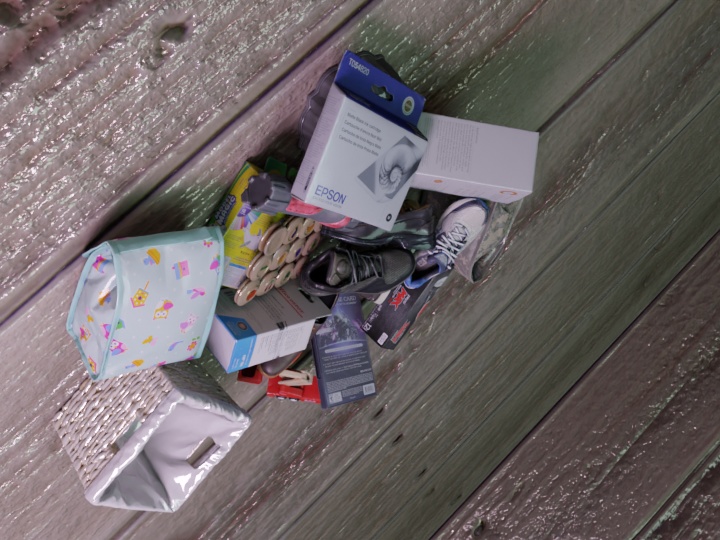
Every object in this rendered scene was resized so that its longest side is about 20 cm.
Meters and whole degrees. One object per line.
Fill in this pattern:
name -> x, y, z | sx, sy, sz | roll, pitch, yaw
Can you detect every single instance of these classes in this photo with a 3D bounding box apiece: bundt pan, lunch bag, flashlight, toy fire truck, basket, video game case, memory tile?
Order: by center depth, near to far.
lunch bag -> -0.275, 0.027, 0.922 | 0.168, 0.122, 0.203 | -11, 138, -44
flashlight -> -0.073, -0.099, 1.003 | 0.198, 0.067, 0.069 | 8, 112, -54
basket -> -0.308, 0.228, 1.053 | 0.199, 0.161, 0.200 | -48, 148, 0
bundt pan -> 0.005, -0.215, 1.055 | 0.200, 0.076, 0.205 | -32, 143, -27
memory tile -> -0.114, -0.027, 1.095 | 0.199, 0.017, 0.155 | -30, 153, -59
toy fire truck -> -0.122, 0.199, 1.277 | 0.141, 0.194, 0.050 | 110, -12, -68
video game case -> -0.036, 0.141, 1.303 | 0.019, 0.206, 0.141 | -16, 171, 40
lunch bag -> 0.197, -0.100, 1.328 | 0.116, 0.163, 0.203 | -18, 137, -43

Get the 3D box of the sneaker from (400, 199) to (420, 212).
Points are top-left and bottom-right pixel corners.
sneaker -> 0.073, -0.050, 1.327 | 0.089, 0.074, 0.203 | -25, 146, -52

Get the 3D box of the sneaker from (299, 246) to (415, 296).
sneaker -> 0.000, 0.000, 1.132 | 0.194, 0.079, 0.114 | -5, 177, -7

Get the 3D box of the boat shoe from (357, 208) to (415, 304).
boat shoe -> 0.048, -0.028, 1.239 | 0.059, 0.072, 0.204 | 19, 122, -14

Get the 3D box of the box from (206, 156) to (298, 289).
box -> -0.159, -0.071, 1.031 | 0.202, 0.048, 0.116 | -54, 148, 11

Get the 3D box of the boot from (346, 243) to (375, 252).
boot -> -0.015, -0.075, 1.209 | 0.095, 0.076, 0.202 | 9, 126, -28

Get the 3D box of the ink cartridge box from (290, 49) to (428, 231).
ink cartridge box -> 0.014, -0.171, 0.979 | 0.197, 0.040, 0.204 | 12, 102, -50

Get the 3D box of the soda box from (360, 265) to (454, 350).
soda box -> 0.088, 0.051, 1.329 | 0.202, 0.063, 0.070 | -54, 156, 8

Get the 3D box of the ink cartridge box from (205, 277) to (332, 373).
ink cartridge box -> -0.154, 0.080, 1.128 | 0.197, 0.116, 0.069 | -12, 134, -44

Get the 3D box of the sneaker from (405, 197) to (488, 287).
sneaker -> 0.147, -0.038, 1.210 | 0.200, 0.076, 0.086 | -45, -163, 28

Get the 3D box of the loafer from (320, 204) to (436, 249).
loafer -> 0.031, -0.077, 1.140 | 0.195, 0.073, 0.074 | 2, 98, -19

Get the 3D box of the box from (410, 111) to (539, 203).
box -> 0.171, -0.179, 1.139 | 0.124, 0.194, 0.100 | 160, -61, -84

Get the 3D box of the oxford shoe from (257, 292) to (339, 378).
oxford shoe -> -0.106, 0.095, 1.204 | 0.202, 0.071, 0.072 | -56, -168, -14
